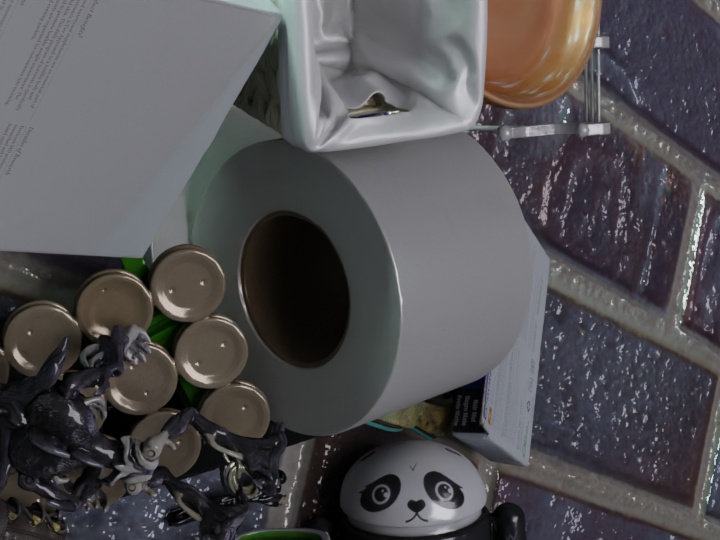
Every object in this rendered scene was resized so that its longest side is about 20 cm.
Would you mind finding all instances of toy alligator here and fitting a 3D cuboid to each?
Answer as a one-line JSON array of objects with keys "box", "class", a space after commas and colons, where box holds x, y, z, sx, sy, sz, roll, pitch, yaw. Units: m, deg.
[{"box": [-0.120, 0.066, 1.007, 0.059, 0.054, 0.200, -27, 111, -6], "class": "toy alligator"}]

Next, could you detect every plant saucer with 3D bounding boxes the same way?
[{"box": [0.095, -0.212, 1.036, 0.200, 0.037, 0.201, 5, 82, -42], "class": "plant saucer"}]

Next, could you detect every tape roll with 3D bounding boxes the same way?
[{"box": [0.000, 0.000, 1.014, 0.139, 0.202, 0.203, -15, 103, -44], "class": "tape roll"}, {"box": [-0.088, -0.025, 1.090, 0.202, 0.037, 0.203, -4, 96, -45], "class": "tape roll"}]

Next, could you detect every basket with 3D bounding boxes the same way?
[{"box": [-0.010, -0.185, 0.895, 0.135, 0.123, 0.201, -12, 110, -30], "class": "basket"}]

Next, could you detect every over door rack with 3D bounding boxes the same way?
[{"box": [0.116, -0.180, 1.186, 0.066, 0.200, 0.148, -5, 98, -36], "class": "over door rack"}]

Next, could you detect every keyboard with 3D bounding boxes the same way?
[{"box": [-0.105, 0.128, 1.075, 0.200, 0.021, 0.127, -12, 112, -35], "class": "keyboard"}]

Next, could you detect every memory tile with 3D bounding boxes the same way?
[{"box": [-0.168, 0.079, 0.958, 0.200, 0.017, 0.154, -21, 111, -9], "class": "memory tile"}]

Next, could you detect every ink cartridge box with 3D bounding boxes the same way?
[{"box": [0.116, 0.053, 1.241, 0.200, 0.040, 0.200, 47, 49, -66], "class": "ink cartridge box"}]

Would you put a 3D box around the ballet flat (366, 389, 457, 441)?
[{"box": [0.034, 0.093, 1.170, 0.200, 0.071, 0.071, 29, 71, -66], "class": "ballet flat"}]

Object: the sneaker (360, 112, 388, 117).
[{"box": [0.041, -0.077, 1.202, 0.115, 0.080, 0.200, -59, 137, -31], "class": "sneaker"}]

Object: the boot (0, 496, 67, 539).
[{"box": [-0.254, 0.137, 0.903, 0.174, 0.069, 0.200, 28, 83, -40], "class": "boot"}]

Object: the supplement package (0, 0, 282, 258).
[{"box": [-0.194, -0.127, 0.837, 0.200, 0.147, 0.191, 3, 130, -47], "class": "supplement package"}]

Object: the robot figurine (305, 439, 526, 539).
[{"box": [0.045, 0.237, 1.182, 0.150, 0.125, 0.201, -13, 104, -44], "class": "robot figurine"}]

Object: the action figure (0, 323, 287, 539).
[{"box": [-0.154, 0.102, 0.906, 0.200, 0.102, 0.119, 24, 102, -17], "class": "action figure"}]

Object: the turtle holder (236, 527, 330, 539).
[{"box": [-0.040, 0.260, 1.055, 0.141, 0.185, 0.132, -14, 104, -62], "class": "turtle holder"}]
